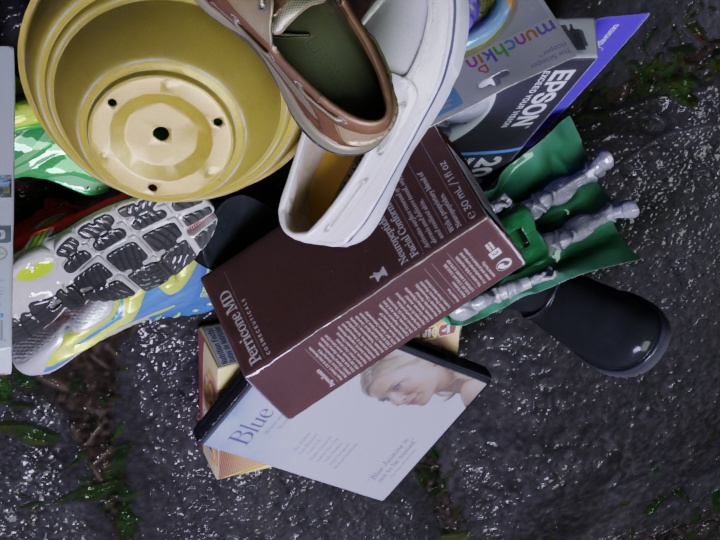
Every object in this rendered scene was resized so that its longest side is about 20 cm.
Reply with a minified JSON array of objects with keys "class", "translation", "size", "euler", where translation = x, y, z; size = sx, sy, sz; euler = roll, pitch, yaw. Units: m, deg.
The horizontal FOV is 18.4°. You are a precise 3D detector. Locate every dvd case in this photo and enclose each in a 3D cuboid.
[{"class":"dvd case","translation":[-0.011,0.102,1.685],"size":[0.199,0.018,0.143],"euler":[22,118,-40]}]

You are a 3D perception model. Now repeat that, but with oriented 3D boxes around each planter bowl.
[{"class":"planter bowl","translation":[-0.120,-0.105,1.379],"size":[0.199,0.084,0.201],"euler":[1,126,2]}]

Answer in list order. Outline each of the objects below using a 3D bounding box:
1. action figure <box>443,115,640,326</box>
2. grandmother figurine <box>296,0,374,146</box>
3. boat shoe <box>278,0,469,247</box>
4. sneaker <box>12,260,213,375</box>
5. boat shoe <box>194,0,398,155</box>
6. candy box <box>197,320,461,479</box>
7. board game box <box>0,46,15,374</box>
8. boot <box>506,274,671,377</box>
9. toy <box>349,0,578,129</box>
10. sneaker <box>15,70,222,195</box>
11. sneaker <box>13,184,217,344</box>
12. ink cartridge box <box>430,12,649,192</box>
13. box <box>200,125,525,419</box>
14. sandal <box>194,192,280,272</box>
[{"class":"action figure","translation":[0.106,-0.019,1.590],"size":[0.199,0.055,0.119],"euler":[-30,90,-24]},{"class":"grandmother figurine","translation":[-0.046,-0.162,1.420],"size":[0.120,0.061,0.201],"euler":[2,129,5]},{"class":"boat shoe","translation":[0.002,-0.106,1.385],"size":[0.070,0.071,0.201],"euler":[-4,124,-57]},{"class":"sneaker","translation":[-0.154,0.019,1.595],"size":[0.200,0.076,0.105],"euler":[-41,132,7]},{"class":"boat shoe","translation":[-0.042,-0.159,1.307],"size":[0.076,0.074,0.200],"euler":[-41,96,-12]},{"class":"candy box","translation":[-0.025,0.084,1.717],"size":[0.199,0.055,0.116],"euler":[-12,130,-18]},{"class":"board game box","translation":[-0.289,-0.038,1.387],"size":[0.146,0.201,0.064],"euler":[0,164,-7]},{"class":"boot","translation":[0.116,0.006,1.661],"size":[0.199,0.165,0.066],"euler":[29,87,-38]},{"class":"toy","translation":[0.044,-0.201,1.439],"size":[0.115,0.201,0.047],"euler":[-26,153,-7]},{"class":"sneaker","translation":[-0.171,-0.098,1.504],"size":[0.199,0.074,0.084],"euler":[-7,125,-9]},{"class":"sneaker","translation":[-0.195,-0.024,1.527],"size":[0.199,0.085,0.077],"euler":[-21,131,11]},{"class":"ink cartridge box","translation":[0.083,-0.114,1.565],"size":[0.199,0.044,0.198],"euler":[-6,157,-25]},{"class":"box","translation":[0.000,0.000,1.521],"size":[0.199,0.100,0.075],"euler":[-35,141,8]},{"class":"sandal","translation":[-0.048,-0.008,1.602],"size":[0.200,0.048,0.076],"euler":[11,99,-55]}]
